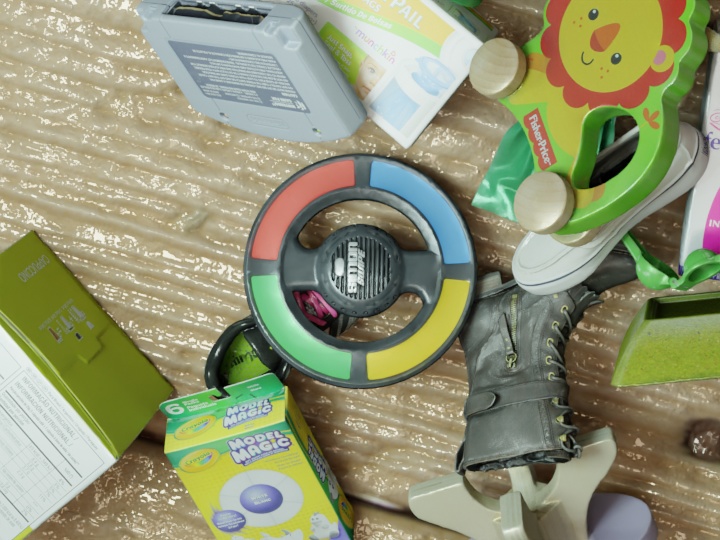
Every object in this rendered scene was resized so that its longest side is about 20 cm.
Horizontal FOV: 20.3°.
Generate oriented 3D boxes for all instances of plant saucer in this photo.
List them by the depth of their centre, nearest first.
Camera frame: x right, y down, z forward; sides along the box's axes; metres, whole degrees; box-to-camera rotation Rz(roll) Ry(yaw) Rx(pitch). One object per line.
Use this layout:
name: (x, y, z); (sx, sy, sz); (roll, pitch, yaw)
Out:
plant saucer: (0.304, 0.047, 1.635); (0.198, 0.200, 0.048); (-6, 95, 10)

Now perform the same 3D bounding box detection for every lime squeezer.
lime squeezer: (0.262, -0.017, 1.605); (0.199, 0.038, 0.071); (6, 70, 43)

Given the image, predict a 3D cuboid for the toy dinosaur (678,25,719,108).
toy dinosaur: (0.249, -0.185, 1.577); (0.058, 0.200, 0.102); (16, 113, -14)

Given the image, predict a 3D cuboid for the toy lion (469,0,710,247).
toy lion: (0.189, -0.145, 1.551); (0.191, 0.069, 0.201); (-30, 61, 28)

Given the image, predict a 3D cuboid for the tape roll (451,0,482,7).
tape roll: (0.027, -0.286, 1.586); (0.200, 0.200, 0.048); (36, 108, -2)

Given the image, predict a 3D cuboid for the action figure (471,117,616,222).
action figure: (0.176, -0.131, 1.679); (0.117, 0.055, 0.201); (17, 110, 6)

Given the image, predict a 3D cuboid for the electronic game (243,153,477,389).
electronic game: (0.000, 0.000, 1.701); (0.199, 0.042, 0.201); (0, 82, -2)

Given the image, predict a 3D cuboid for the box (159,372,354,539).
box: (-0.091, 0.178, 1.764); (0.117, 0.049, 0.201); (-16, 127, 13)

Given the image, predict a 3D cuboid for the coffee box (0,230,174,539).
coffee box: (-0.314, 0.115, 1.745); (0.198, 0.200, 0.200); (-40, 95, 15)

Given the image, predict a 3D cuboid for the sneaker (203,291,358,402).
sneaker: (-0.063, 0.051, 1.747); (0.200, 0.087, 0.074); (-38, 96, 16)

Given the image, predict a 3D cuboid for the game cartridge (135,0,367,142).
game cartridge: (-0.087, -0.164, 1.649); (0.199, 0.041, 0.133); (14, 143, 44)

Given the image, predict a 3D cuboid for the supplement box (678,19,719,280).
supplement box: (0.323, -0.095, 1.642); (0.101, 0.103, 0.201); (8, 104, 8)

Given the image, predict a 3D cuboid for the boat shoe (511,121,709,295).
boat shoe: (0.188, -0.054, 1.614); (0.200, 0.072, 0.066); (-36, 141, 31)

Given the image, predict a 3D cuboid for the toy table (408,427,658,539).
toy table: (0.142, 0.211, 1.721); (0.199, 0.184, 0.118); (-24, 116, 2)

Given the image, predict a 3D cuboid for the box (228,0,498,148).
box: (0.002, -0.213, 1.660); (0.200, 0.101, 0.113); (39, 107, -3)

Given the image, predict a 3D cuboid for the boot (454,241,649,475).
boot: (0.162, 0.078, 1.684); (0.199, 0.069, 0.175); (-20, 61, 23)
